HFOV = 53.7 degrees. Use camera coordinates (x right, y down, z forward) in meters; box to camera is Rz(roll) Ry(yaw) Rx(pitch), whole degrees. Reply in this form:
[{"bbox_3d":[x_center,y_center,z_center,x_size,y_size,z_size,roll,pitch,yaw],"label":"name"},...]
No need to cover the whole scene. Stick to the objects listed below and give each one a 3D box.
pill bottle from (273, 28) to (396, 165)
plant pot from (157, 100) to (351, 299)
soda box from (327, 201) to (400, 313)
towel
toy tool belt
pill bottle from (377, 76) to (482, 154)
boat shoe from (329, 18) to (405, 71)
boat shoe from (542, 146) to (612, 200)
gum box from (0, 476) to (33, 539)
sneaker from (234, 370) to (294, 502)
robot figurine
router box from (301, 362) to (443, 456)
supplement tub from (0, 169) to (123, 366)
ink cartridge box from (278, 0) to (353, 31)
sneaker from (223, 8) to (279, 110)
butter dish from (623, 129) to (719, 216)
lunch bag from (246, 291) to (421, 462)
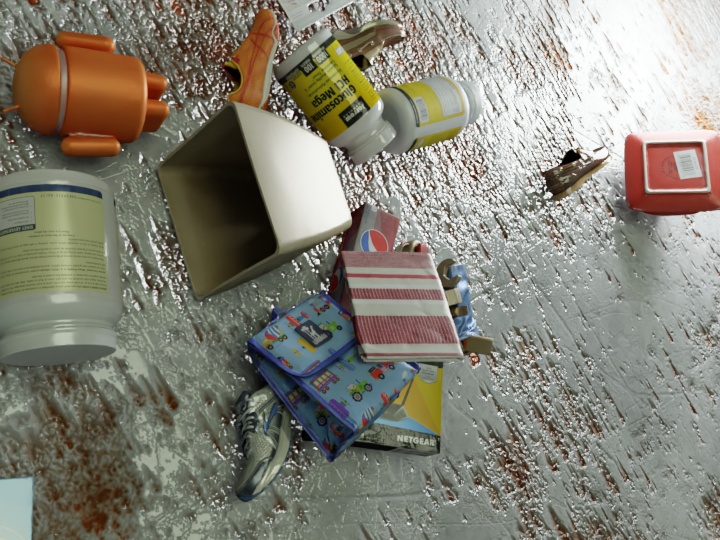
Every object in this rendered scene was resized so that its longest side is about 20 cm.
[{"bbox_3d":[-0.036,-0.272,1.134,0.200,0.112,0.113,49,54,-15],"label":"pill bottle"},{"bbox_3d":[-0.130,-0.095,0.976,0.177,0.200,0.201,-11,79,-46],"label":"plant pot"},{"bbox_3d":[0.000,0.000,1.096,0.070,0.063,0.201,26,62,-21],"label":"soda box"},{"bbox_3d":[0.054,0.048,0.994,0.143,0.023,0.201,1,45,-14],"label":"towel"},{"bbox_3d":[0.136,0.041,1.113,0.125,0.122,0.201,-12,89,-55],"label":"toy tool belt"},{"bbox_3d":[0.118,-0.276,1.239,0.199,0.112,0.112,-22,86,-36],"label":"pill bottle"},{"bbox_3d":[-0.003,-0.379,1.228,0.199,0.076,0.072,-23,90,-27],"label":"boat shoe"},{"bbox_3d":[0.445,-0.216,1.454,0.200,0.070,0.071,-35,98,-36],"label":"boat shoe"},{"bbox_3d":[-0.428,0.319,0.720,0.169,0.045,0.201,5,71,-32],"label":"gum box"},{"bbox_3d":[-0.134,0.204,0.939,0.085,0.077,0.201,31,50,-15],"label":"sneaker"},{"bbox_3d":[-0.353,-0.228,0.919,0.199,0.117,0.145,0,113,-33],"label":"robot figurine"},{"bbox_3d":[0.020,0.182,1.034,0.199,0.051,0.150,12,67,-18],"label":"router box"},{"bbox_3d":[-0.352,0.000,0.820,0.144,0.145,0.201,0,73,-33],"label":"supplement tub"},{"bbox_3d":[-0.124,-0.512,1.215,0.160,0.047,0.200,-42,103,-36],"label":"ink cartridge box"},{"bbox_3d":[-0.169,-0.332,1.103,0.077,0.073,0.201,12,62,-14],"label":"sneaker"},{"bbox_3d":[0.678,-0.191,1.560,0.198,0.148,0.201,0,65,14],"label":"butter dish"},{"bbox_3d":[-0.048,0.123,0.952,0.200,0.094,0.150,43,47,12],"label":"lunch bag"}]
